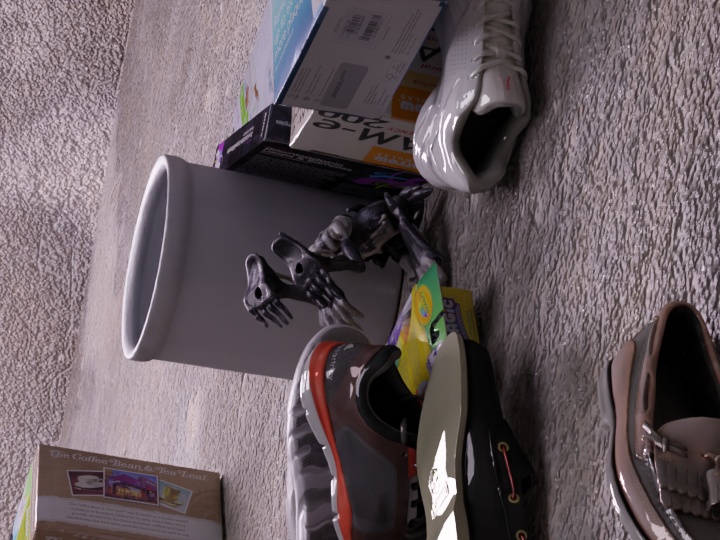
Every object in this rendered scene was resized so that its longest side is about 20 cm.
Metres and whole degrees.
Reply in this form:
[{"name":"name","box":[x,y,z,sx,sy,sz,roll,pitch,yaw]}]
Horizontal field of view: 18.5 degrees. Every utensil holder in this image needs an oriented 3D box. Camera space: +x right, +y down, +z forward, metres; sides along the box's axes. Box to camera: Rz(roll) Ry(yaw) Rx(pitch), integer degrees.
[{"name":"utensil holder","box":[-0.083,0.005,1.824,0.170,0.199,0.171,-170,90,-75]}]

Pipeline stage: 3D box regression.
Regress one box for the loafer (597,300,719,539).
[{"name":"loafer","box":[0.162,0.085,1.103,0.200,0.072,0.063,-100,31,-60]}]

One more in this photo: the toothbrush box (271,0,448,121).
[{"name":"toothbrush box","box":[-0.005,-0.233,1.576,0.147,0.085,0.201,123,152,-54]}]

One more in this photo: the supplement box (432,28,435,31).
[{"name":"supplement box","box":[0.086,-0.282,1.597,0.110,0.085,0.200,-102,26,-55]}]

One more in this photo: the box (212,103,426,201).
[{"name":"box","box":[-0.032,-0.091,1.810,0.200,0.142,0.036,163,117,-73]}]

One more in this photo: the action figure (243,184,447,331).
[{"name":"action figure","box":[0.000,0.000,1.678,0.119,0.200,0.102,-35,81,37]}]

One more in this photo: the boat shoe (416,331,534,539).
[{"name":"boat shoe","box":[0.075,0.133,1.404,0.074,0.063,0.202,121,153,-51]}]

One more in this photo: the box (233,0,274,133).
[{"name":"box","box":[-0.049,-0.153,2.006,0.200,0.096,0.177,-101,26,-55]}]

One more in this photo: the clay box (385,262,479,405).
[{"name":"clay box","box":[0.043,0.100,1.579,0.200,0.047,0.115,116,155,-44]}]

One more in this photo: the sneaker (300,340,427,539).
[{"name":"sneaker","box":[0.027,0.139,1.485,0.077,0.082,0.201,-42,-65,-50]}]

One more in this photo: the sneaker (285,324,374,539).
[{"name":"sneaker","box":[-0.030,0.138,1.584,0.082,0.074,0.201,-177,92,-70]}]

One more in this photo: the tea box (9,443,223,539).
[{"name":"tea box","box":[-0.263,0.307,2.311,0.134,0.199,0.197,-98,23,-52]}]

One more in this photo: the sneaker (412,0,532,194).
[{"name":"sneaker","box":[0.093,-0.146,1.535,0.099,0.078,0.201,-141,53,-66]}]

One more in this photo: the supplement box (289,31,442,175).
[{"name":"supplement box","box":[0.017,-0.183,1.718,0.074,0.126,0.201,125,150,-56]}]
